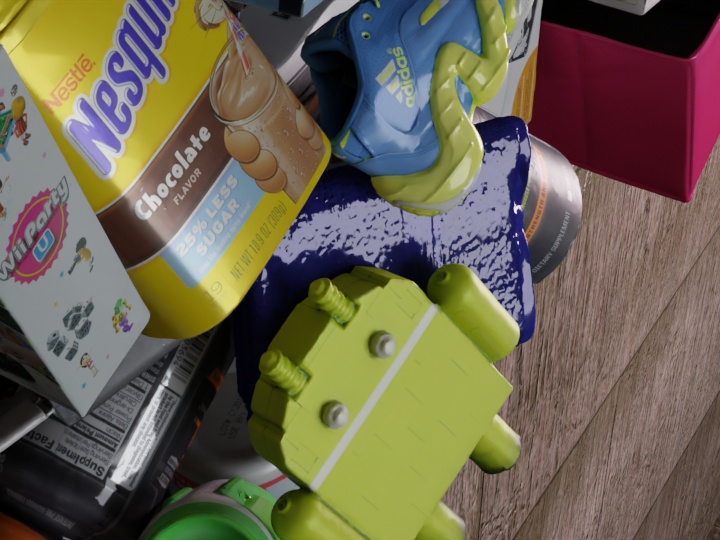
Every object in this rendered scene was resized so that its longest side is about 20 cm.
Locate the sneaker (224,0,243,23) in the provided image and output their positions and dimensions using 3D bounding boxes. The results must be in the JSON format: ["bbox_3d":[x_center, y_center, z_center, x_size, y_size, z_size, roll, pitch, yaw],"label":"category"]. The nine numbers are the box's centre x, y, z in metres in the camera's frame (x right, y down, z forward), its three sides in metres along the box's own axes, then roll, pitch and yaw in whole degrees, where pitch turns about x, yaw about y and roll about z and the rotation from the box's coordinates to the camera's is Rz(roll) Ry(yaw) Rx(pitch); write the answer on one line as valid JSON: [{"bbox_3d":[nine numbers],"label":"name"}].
[{"bbox_3d":[-0.123,-0.099,0.925,0.075,0.078,0.201,24,75,-37],"label":"sneaker"}]

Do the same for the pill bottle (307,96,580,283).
[{"bbox_3d":[0.048,-0.059,1.106,0.200,0.106,0.107,21,89,-49],"label":"pill bottle"}]

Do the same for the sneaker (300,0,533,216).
[{"bbox_3d":[0.030,-0.135,0.920,0.105,0.076,0.201,21,70,-32],"label":"sneaker"}]

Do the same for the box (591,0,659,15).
[{"bbox_3d":[0.133,-0.265,1.206,0.112,0.199,0.102,-39,142,-49],"label":"box"}]

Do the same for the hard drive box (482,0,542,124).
[{"bbox_3d":[0.060,-0.140,1.307,0.200,0.076,0.157,-48,149,-43],"label":"hard drive box"}]

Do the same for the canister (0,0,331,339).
[{"bbox_3d":[-0.113,-0.083,0.820,0.200,0.086,0.149,51,56,-33],"label":"canister"}]

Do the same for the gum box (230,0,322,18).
[{"bbox_3d":[-0.003,-0.237,0.852,0.200,0.044,0.171,-50,151,-56],"label":"gum box"}]

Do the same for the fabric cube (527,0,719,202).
[{"bbox_3d":[0.225,-0.212,1.470,0.197,0.199,0.200,-61,157,-24],"label":"fabric cube"}]

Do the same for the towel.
[{"bbox_3d":[0.012,0.001,0.991,0.199,0.049,0.149,-19,118,-31],"label":"towel"}]

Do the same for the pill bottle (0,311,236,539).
[{"bbox_3d":[-0.145,0.080,0.969,0.201,0.106,0.106,-63,157,-16],"label":"pill bottle"}]

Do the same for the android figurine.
[{"bbox_3d":[0.015,0.079,0.961,0.182,0.041,0.200,-54,132,-13],"label":"android figurine"}]

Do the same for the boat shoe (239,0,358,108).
[{"bbox_3d":[-0.022,-0.157,1.104,0.200,0.071,0.068,-53,151,-32],"label":"boat shoe"}]

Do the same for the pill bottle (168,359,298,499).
[{"bbox_3d":[-0.075,0.158,1.198,0.109,0.108,0.201,-53,152,-36],"label":"pill bottle"}]

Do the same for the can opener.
[{"bbox_3d":[-0.159,0.043,0.886,0.200,0.053,0.067,-38,113,-15],"label":"can opener"}]

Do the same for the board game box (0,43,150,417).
[{"bbox_3d":[-0.185,-0.034,0.722,0.064,0.147,0.200,-57,155,-22],"label":"board game box"}]

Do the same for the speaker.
[{"bbox_3d":[-0.082,0.166,0.996,0.200,0.088,0.089,85,26,-87],"label":"speaker"}]
